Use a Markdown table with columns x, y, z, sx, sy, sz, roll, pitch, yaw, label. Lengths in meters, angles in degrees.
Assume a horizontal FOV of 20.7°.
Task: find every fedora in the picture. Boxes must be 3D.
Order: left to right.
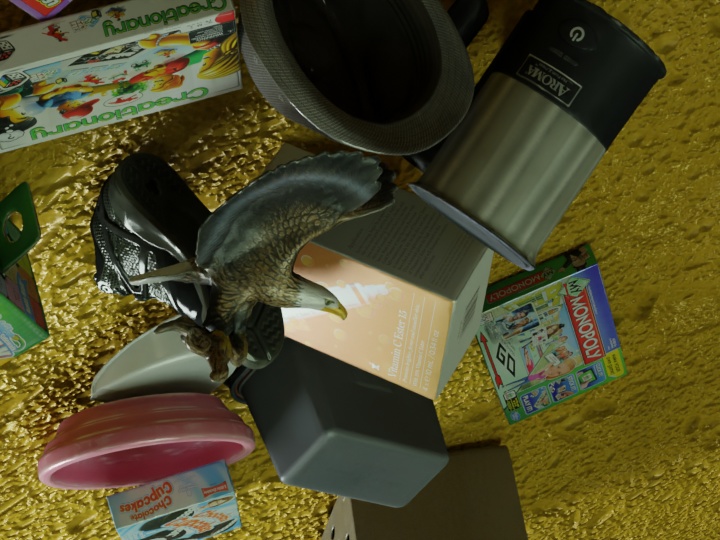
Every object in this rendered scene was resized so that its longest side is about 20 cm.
| x | y | z | sx | sy | sz | roll | pitch | yaw | label |
| --- | --- | --- | --- | --- | --- | --- | --- | --- | --- |
| -0.019 | -0.163 | 1.482 | 0.177 | 0.200 | 0.090 | -47 | -172 | -36 | fedora |

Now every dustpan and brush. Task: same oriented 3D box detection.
| x | y | z | sx | sy | sz | roll | pitch | yaw | label |
| --- | --- | --- | --- | --- | --- | --- | --- | --- | --- |
| -0.136 | 0.056 | 1.762 | 0.199 | 0.058 | 0.139 | -29 | 157 | 24 | dustpan and brush |

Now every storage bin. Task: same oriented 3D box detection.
| x | y | z | sx | sy | sz | roll | pitch | yaw | label |
| --- | --- | --- | --- | --- | --- | --- | --- | --- | --- |
| -0.006 | 0.131 | 1.846 | 0.199 | 0.135 | 0.146 | 16 | 128 | -40 | storage bin |

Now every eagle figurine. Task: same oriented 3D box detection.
| x | y | z | sx | sy | sz | roll | pitch | yaw | label |
| --- | --- | --- | --- | --- | --- | --- | --- | --- | --- |
| -0.064 | -0.017 | 1.507 | 0.150 | 0.151 | 0.201 | 23 | 96 | -39 | eagle figurine |

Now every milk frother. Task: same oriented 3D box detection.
| x | y | z | sx | sy | sz | roll | pitch | yaw | label |
| --- | --- | --- | --- | --- | --- | --- | --- | --- | --- |
| 0.134 | -0.108 | 1.566 | 0.189 | 0.180 | 0.200 | -54 | 145 | -2 | milk frother |

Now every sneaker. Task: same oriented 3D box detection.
| x | y | z | sx | sy | sz | roll | pitch | yaw | label |
| --- | --- | --- | --- | --- | --- | --- | --- | --- | --- |
| -0.147 | 0.006 | 1.616 | 0.076 | 0.200 | 0.114 | -45 | -177 | -38 | sneaker |

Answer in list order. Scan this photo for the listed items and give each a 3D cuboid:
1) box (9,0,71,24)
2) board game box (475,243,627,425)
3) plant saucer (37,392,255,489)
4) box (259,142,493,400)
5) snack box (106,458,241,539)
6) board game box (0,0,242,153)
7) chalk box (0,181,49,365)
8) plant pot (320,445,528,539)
| x | y | z | sx | sy | sz | roll | pitch | yaw | label |
| --- | --- | --- | --- | --- | --- | --- | --- | --- | --- |
| -0.239 | -0.266 | 1.347 | 0.136 | 0.039 | 0.200 | -37 | 140 | 19 | box |
| 0.184 | 0.066 | 1.948 | 0.134 | 0.029 | 0.201 | -23 | 141 | 1 | board game box |
| -0.197 | 0.154 | 1.799 | 0.198 | 0.051 | 0.201 | -9 | 166 | -2 | plant saucer |
| 0.000 | 0.000 | 1.639 | 0.198 | 0.098 | 0.125 | 22 | 138 | 14 | box |
| -0.176 | 0.232 | 1.899 | 0.115 | 0.037 | 0.200 | -18 | 165 | -6 | snack box |
| -0.189 | -0.153 | 1.476 | 0.198 | 0.035 | 0.126 | -16 | 160 | -6 | board game box |
| -0.331 | 0.007 | 1.551 | 0.199 | 0.125 | 0.124 | -29 | 141 | 9 | chalk box |
| 0.058 | 0.312 | 2.053 | 0.175 | 0.201 | 0.201 | 6 | 135 | -16 | plant pot |
